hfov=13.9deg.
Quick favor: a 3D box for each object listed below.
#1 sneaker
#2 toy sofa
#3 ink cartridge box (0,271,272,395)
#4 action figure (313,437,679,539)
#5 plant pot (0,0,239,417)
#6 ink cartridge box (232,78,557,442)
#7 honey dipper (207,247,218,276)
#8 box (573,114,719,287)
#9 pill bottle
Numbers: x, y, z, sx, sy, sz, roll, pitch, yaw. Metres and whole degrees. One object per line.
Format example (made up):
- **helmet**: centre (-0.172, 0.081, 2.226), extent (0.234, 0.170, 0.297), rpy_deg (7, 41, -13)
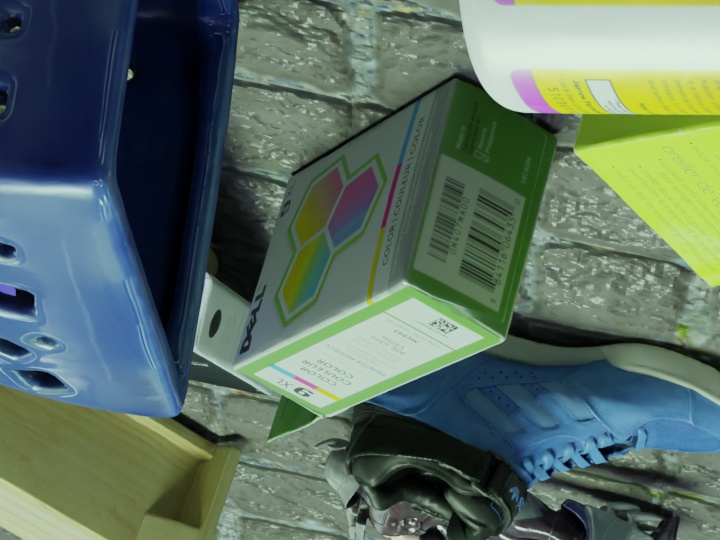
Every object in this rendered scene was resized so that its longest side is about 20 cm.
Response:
- **sneaker**: centre (0.090, 0.091, 1.450), extent (0.199, 0.112, 0.077), rpy_deg (12, 153, 6)
- **toy sofa**: centre (-0.173, 0.096, 1.629), extent (0.200, 0.083, 0.097), rpy_deg (34, 153, -32)
- **ink cartridge box**: centre (-0.152, 0.009, 1.430), extent (0.197, 0.044, 0.200), rpy_deg (12, 169, 16)
- **action figure**: centre (0.069, 0.127, 1.585), extent (0.199, 0.070, 0.130), rpy_deg (18, 160, 3)
- **plant pot**: centre (-0.155, -0.073, 1.151), extent (0.179, 0.201, 0.200), rpy_deg (2, 153, 8)
- **ink cartridge box**: centre (0.000, 0.000, 1.334), extent (0.059, 0.104, 0.200), rpy_deg (28, 151, -23)
- **honey dipper**: centre (-0.163, -0.030, 1.439), extent (0.199, 0.038, 0.038), rpy_deg (20, 153, -11)
- **box**: centre (0.201, -0.049, 1.198), extent (0.199, 0.048, 0.122), rpy_deg (-8, 145, 38)
- **pill bottle**: centre (0.142, -0.107, 1.057), extent (0.199, 0.105, 0.104), rpy_deg (3, 150, 24)
